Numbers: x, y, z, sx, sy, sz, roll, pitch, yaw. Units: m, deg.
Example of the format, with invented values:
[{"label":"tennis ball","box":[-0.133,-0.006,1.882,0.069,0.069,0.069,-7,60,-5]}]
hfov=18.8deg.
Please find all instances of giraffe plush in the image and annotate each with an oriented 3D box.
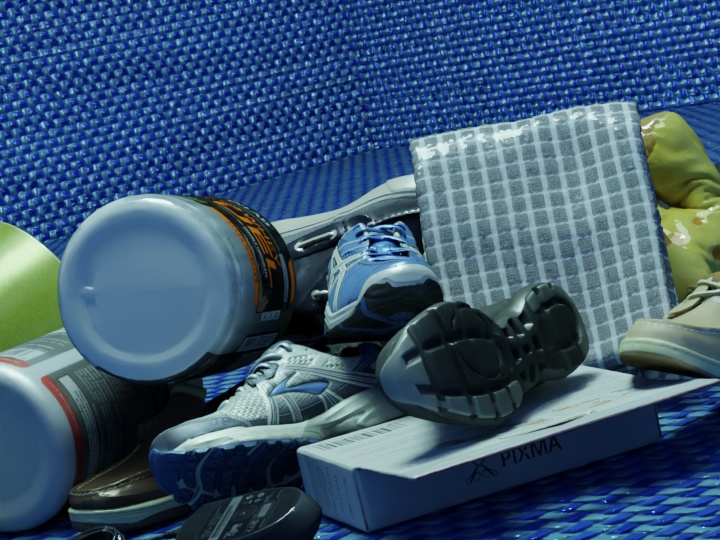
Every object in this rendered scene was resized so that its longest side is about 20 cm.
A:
[{"label":"giraffe plush","box":[0.213,0.003,1.564,0.200,0.173,0.162,27,33,17]}]

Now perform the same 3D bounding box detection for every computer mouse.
[{"label":"computer mouse","box":[-0.108,0.161,1.221,0.200,0.034,0.059,-14,22,27]}]

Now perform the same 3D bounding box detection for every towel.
[{"label":"towel","box":[0.124,-0.007,1.447,0.165,0.200,0.086,-10,-22,3]}]

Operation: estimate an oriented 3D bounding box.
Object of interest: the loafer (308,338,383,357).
[{"label":"loafer","box":[-0.009,0.081,1.505,0.070,0.068,0.201,-5,7,-20]}]

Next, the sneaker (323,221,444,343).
[{"label":"sneaker","box":[0.008,0.006,1.408,0.076,0.077,0.200,-2,-4,-10]}]

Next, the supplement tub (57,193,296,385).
[{"label":"supplement tub","box":[-0.114,0.011,1.446,0.122,0.123,0.200,-10,-1,12]}]

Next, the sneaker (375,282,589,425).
[{"label":"sneaker","box":[0.061,0.059,1.269,0.079,0.076,0.200,-25,-9,32]}]

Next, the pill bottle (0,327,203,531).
[{"label":"pill bottle","box":[-0.197,0.098,1.498,0.116,0.116,0.200,-8,7,28]}]

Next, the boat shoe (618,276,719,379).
[{"label":"boat shoe","box":[0.218,0.034,1.320,0.072,0.065,0.200,11,3,35]}]

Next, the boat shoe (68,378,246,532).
[{"label":"boat shoe","box":[-0.115,0.111,1.418,0.075,0.075,0.202,-6,9,41]}]

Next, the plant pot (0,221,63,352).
[{"label":"plant pot","box":[-0.314,0.091,1.621,0.200,0.187,0.187,-36,20,-35]}]

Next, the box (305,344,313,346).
[{"label":"box","box":[0.026,0.012,1.774,0.148,0.125,0.200,-17,8,-34]}]

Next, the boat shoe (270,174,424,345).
[{"label":"boat shoe","box":[0.000,0.000,1.559,0.200,0.075,0.093,-18,44,31]}]

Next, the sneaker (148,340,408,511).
[{"label":"sneaker","box":[-0.052,0.091,1.352,0.200,0.085,0.077,-9,-37,-37]}]

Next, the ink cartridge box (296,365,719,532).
[{"label":"ink cartridge box","box":[0.086,0.104,1.260,0.200,0.045,0.176,-15,7,-21]}]

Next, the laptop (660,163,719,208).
[{"label":"laptop","box":[0.345,-0.050,2.225,0.177,0.103,0.200,-10,-18,14]}]

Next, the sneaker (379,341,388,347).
[{"label":"sneaker","box":[0.029,0.051,1.609,0.070,0.093,0.200,-46,33,-21]}]
